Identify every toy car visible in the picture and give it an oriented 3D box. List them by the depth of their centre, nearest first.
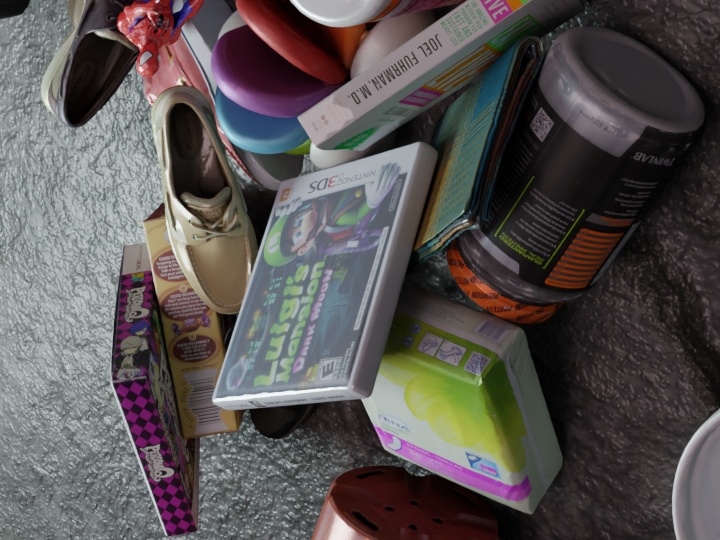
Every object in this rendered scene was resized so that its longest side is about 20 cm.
[{"bbox_3d":[-0.049,-0.172,1.163,0.175,0.150,0.200,44,128,19],"label":"toy car"}]

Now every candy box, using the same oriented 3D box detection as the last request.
[{"bbox_3d":[-0.147,0.039,1.337,0.056,0.117,0.201,-10,101,3],"label":"candy box"}]

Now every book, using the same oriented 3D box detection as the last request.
[{"bbox_3d":[0.057,-0.154,1.039,0.200,0.134,0.048,-33,87,14],"label":"book"}]

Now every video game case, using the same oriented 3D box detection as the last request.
[{"bbox_3d":[-0.030,0.007,1.122,0.181,0.023,0.201,-11,56,51],"label":"video game case"},{"bbox_3d":[-0.182,0.107,1.330,0.036,0.182,0.201,-9,129,2],"label":"video game case"}]

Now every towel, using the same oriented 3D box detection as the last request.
[{"bbox_3d":[0.073,-0.077,1.070,0.022,0.147,0.200,22,164,-9],"label":"towel"}]

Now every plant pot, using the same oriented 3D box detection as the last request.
[{"bbox_3d":[0.025,0.286,1.248,0.200,0.200,0.196,26,112,30],"label":"plant pot"}]

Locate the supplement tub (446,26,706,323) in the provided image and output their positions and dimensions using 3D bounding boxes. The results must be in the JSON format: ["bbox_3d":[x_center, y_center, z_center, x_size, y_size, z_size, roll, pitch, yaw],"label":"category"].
[{"bbox_3d":[0.147,-0.063,1.056,0.123,0.122,0.200,45,128,19],"label":"supplement tub"}]

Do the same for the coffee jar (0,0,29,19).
[{"bbox_3d":[-0.354,-0.346,1.400,0.104,0.085,0.201,32,122,25],"label":"coffee jar"}]

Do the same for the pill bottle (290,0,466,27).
[{"bbox_3d":[0.039,-0.240,1.031,0.114,0.200,0.115,14,114,36],"label":"pill bottle"}]

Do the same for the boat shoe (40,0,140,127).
[{"bbox_3d":[-0.216,-0.214,1.295,0.200,0.072,0.065,-57,39,13],"label":"boat shoe"}]

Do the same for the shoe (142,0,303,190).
[{"bbox_3d":[-0.125,-0.144,1.294,0.091,0.071,0.201,-39,74,42],"label":"shoe"}]

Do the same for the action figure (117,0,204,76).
[{"bbox_3d":[-0.155,-0.262,1.223,0.099,0.065,0.201,3,84,55],"label":"action figure"}]

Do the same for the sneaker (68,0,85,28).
[{"bbox_3d":[-0.227,-0.305,1.321,0.076,0.070,0.201,48,123,45],"label":"sneaker"}]

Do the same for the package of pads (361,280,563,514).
[{"bbox_3d":[0.068,0.094,1.160,0.154,0.068,0.200,22,151,32],"label":"package of pads"}]

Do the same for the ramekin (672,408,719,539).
[{"bbox_3d":[0.325,0.160,0.998,0.200,0.105,0.201,15,115,35],"label":"ramekin"}]

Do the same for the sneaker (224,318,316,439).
[{"bbox_3d":[-0.081,0.085,1.307,0.076,0.114,0.200,43,133,20],"label":"sneaker"}]

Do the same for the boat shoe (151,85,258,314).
[{"bbox_3d":[-0.130,-0.053,1.227,0.065,0.072,0.201,-123,20,-74],"label":"boat shoe"}]
